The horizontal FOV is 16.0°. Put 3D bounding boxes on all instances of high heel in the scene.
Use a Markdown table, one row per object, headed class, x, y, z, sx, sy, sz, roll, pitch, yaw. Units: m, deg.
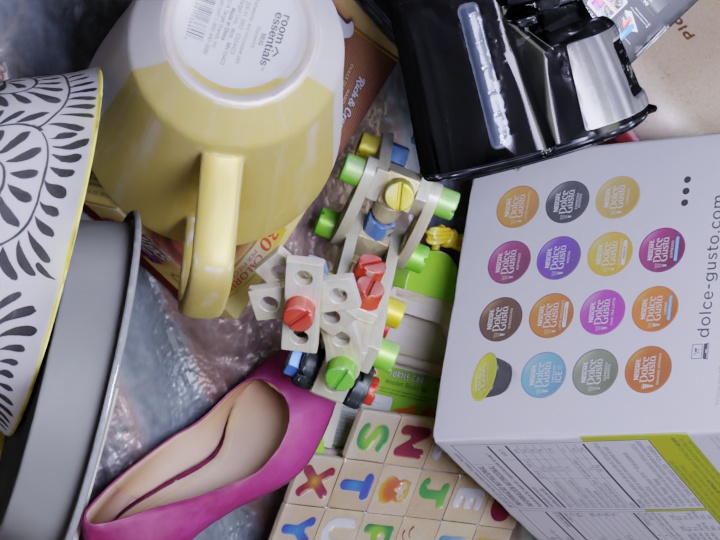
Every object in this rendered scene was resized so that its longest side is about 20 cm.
| class | x | y | z | sx | sy | sz | roll | pitch | yaw |
| --- | --- | --- | --- | --- | --- | --- | --- | --- | --- |
| high heel | -0.084 | 0.103 | 1.513 | 0.200 | 0.067 | 0.096 | -54 | 149 | -16 |

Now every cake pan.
| class | x | y | z | sx | sy | sz | roll | pitch | yaw |
| --- | --- | --- | --- | --- | --- | --- | --- | --- | --- |
| cake pan | -0.158 | 0.062 | 1.354 | 0.036 | 0.200 | 0.202 | 14 | 89 | -11 |

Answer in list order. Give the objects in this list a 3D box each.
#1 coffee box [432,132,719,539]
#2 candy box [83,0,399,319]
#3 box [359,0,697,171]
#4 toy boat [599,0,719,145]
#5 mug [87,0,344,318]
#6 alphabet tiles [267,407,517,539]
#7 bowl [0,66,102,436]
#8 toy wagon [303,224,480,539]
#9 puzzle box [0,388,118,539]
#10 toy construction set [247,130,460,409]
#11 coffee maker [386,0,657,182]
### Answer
| class | x | y | z | sx | sy | sz | roll | pitch | yaw |
| --- | --- | --- | --- | --- | --- | --- | --- | --- | --- |
| coffee box | 0.183 | 0.054 | 1.611 | 0.200 | 0.197 | 0.201 | 45 | 49 | -50 |
| candy box | -0.070 | -0.087 | 1.511 | 0.117 | 0.056 | 0.201 | 45 | 70 | -36 |
| box | 0.084 | -0.186 | 1.539 | 0.159 | 0.046 | 0.200 | -44 | 102 | 0 |
| toy boat | 0.178 | -0.126 | 1.681 | 0.130 | 0.131 | 0.200 | -27 | 73 | -34 |
| mug | -0.064 | -0.089 | 1.375 | 0.149 | 0.153 | 0.187 | -25 | 81 | -15 |
| alphabet tiles | 0.022 | 0.171 | 1.632 | 0.199 | 0.006 | 0.167 | 11 | 104 | -41 |
| bowl | -0.205 | -0.021 | 1.346 | 0.094 | 0.201 | 0.202 | 13 | 89 | -12 |
| toy wagon | 0.026 | 0.069 | 1.635 | 0.155 | 0.039 | 0.201 | 17 | 86 | -42 |
| puzzle box | -0.233 | 0.108 | 1.425 | 0.199 | 0.025 | 0.134 | 19 | 85 | -42 |
| toy construction set | 0.000 | 0.000 | 1.506 | 0.200 | 0.092 | 0.132 | -53 | 171 | -53 |
| coffee maker | 0.055 | -0.159 | 1.462 | 0.134 | 0.191 | 0.201 | -26 | 106 | -54 |
